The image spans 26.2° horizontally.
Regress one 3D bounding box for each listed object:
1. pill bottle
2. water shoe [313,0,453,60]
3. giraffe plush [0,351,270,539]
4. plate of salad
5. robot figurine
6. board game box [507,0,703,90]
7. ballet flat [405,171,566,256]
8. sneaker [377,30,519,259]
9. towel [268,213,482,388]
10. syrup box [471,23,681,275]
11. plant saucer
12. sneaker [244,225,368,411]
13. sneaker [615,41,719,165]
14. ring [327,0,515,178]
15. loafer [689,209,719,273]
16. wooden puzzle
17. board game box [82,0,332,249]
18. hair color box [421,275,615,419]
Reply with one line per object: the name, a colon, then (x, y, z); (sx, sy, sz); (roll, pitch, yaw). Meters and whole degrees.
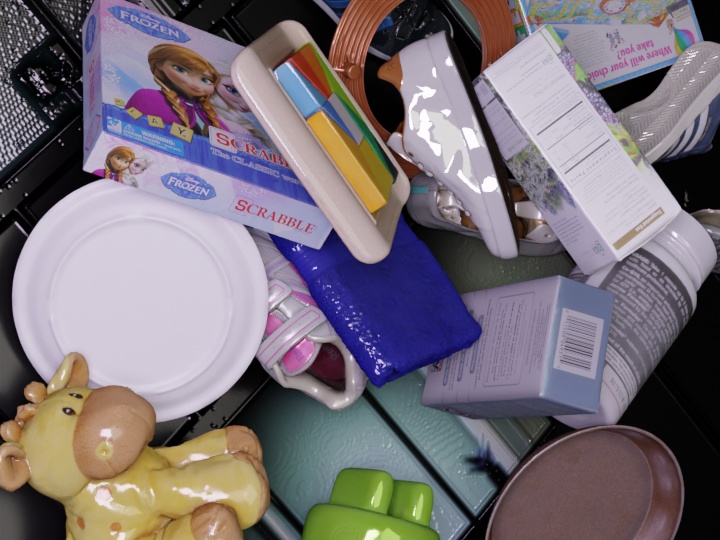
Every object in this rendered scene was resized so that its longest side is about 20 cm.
pill bottle: (0.235, 0.039, 1.410); (0.114, 0.114, 0.200); (47, 67, -15)
water shoe: (0.007, -0.246, 1.346); (0.199, 0.079, 0.072); (30, 72, -21)
giraffe plush: (-0.185, 0.148, 1.152); (0.198, 0.173, 0.163); (-28, 113, 4)
plate of salad: (-0.171, 0.021, 1.209); (0.197, 0.048, 0.203); (-2, 107, -6)
robot figurine: (0.000, 0.266, 1.263); (0.174, 0.115, 0.202); (20, 76, -32)
board game box: (0.231, -0.245, 1.485); (0.198, 0.034, 0.136); (-20, 93, -27)
ballet flat: (0.136, -0.052, 1.398); (0.198, 0.064, 0.068); (8, 85, -26)
sneaker: (0.074, -0.097, 1.322); (0.084, 0.073, 0.202); (-21, 97, 13)
towel: (0.000, 0.000, 1.279); (0.147, 0.050, 0.201); (-17, 66, -49)
syrup box: (0.181, -0.102, 1.342); (0.081, 0.079, 0.201); (-37, 90, -16)
plant saucer: (0.194, 0.219, 1.374); (0.198, 0.034, 0.203); (-10, 116, -20)
sneaker: (-0.060, 0.040, 1.259); (0.199, 0.088, 0.081); (36, 107, -18)
sneaker: (0.293, -0.127, 1.488); (0.199, 0.075, 0.085); (-40, 137, -11)
ring: (0.059, -0.177, 1.354); (0.199, 0.019, 0.203); (-13, 115, -30)
loafer: (0.394, -0.036, 1.531); (0.198, 0.075, 0.071); (10, 68, -30)
wooden puzzle: (-0.020, -0.110, 1.215); (0.037, 0.200, 0.186); (-32, 100, 17)
board game box: (-0.121, -0.121, 1.221); (0.198, 0.041, 0.201); (18, 34, -25)
hair color box: (0.129, 0.069, 1.304); (0.060, 0.199, 0.100); (16, 77, -24)
